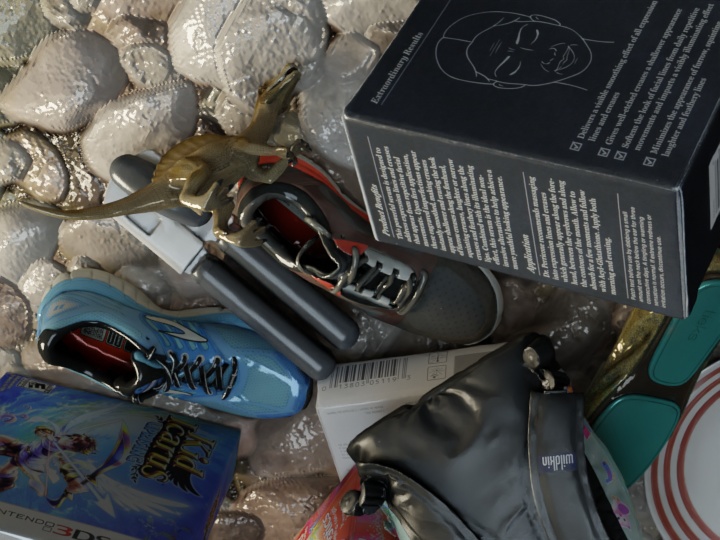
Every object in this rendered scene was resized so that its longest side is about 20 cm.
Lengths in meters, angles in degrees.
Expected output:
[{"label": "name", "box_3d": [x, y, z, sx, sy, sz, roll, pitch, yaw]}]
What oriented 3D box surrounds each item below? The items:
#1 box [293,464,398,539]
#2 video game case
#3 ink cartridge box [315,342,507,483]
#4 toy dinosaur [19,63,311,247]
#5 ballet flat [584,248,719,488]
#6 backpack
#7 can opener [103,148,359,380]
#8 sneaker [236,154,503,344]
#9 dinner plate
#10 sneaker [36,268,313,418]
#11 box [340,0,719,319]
[{"label": "box", "box_3d": [0.055, 0.231, 1.104, 0.199, 0.095, 0.103, 28, 125, -14]}, {"label": "video game case", "box_3d": [-0.187, 0.147, 1.072, 0.179, 0.200, 0.046, 15, 113, 2]}, {"label": "ink cartridge box", "box_3d": [0.068, 0.144, 1.126, 0.159, 0.050, 0.201, -8, 128, 12]}, {"label": "toy dinosaur", "box_3d": [-0.102, -0.054, 0.998, 0.199, 0.101, 0.059, -32, 132, -21]}, {"label": "ballet flat", "box_3d": [0.187, 0.065, 1.053, 0.070, 0.071, 0.201, 25, 117, -2]}, {"label": "backpack", "box_3d": [0.104, 0.155, 0.996, 0.166, 0.126, 0.201, -32, 87, 18]}, {"label": "can opener", "box_3d": [-0.088, -0.004, 1.058, 0.200, 0.067, 0.053, 40, 93, -1]}, {"label": "sneaker", "box_3d": [0.000, 0.000, 1.045, 0.199, 0.082, 0.077, 28, 114, -3]}, {"label": "dinner plate", "box_3d": [0.293, 0.135, 1.088, 0.198, 0.024, 0.202, 4, 114, 8]}, {"label": "sneaker", "box_3d": [-0.130, 0.068, 1.089, 0.198, 0.090, 0.079, 15, 115, -1]}, {"label": "box", "box_3d": [0.114, -0.081, 0.903, 0.198, 0.149, 0.108, 15, 145, 26]}]
